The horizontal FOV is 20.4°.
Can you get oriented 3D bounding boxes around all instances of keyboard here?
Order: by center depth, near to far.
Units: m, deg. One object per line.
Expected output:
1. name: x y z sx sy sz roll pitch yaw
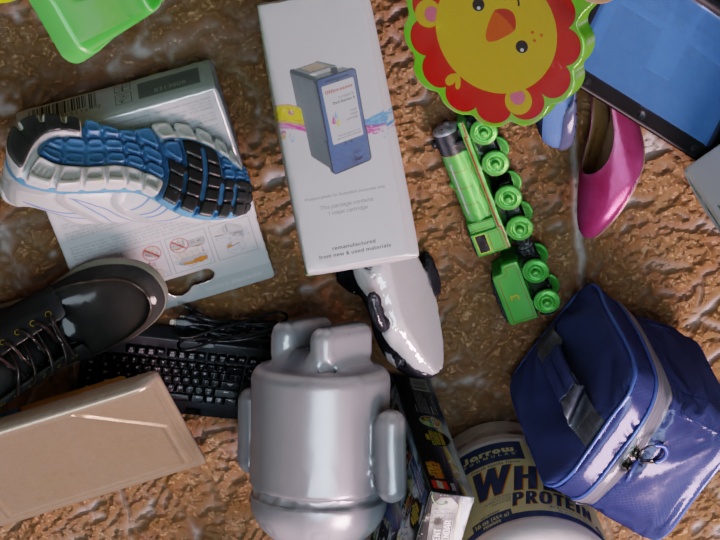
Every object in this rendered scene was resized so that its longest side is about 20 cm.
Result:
1. keyboard: -0.130 0.080 1.650 0.199 0.040 0.105 6 114 -13

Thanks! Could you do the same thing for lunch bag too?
1. lunch bag: 0.204 0.113 1.620 0.132 0.200 0.136 27 108 -20

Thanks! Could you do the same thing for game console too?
1. game console: 0.271 -0.191 1.516 0.199 0.119 0.172 27 146 -29

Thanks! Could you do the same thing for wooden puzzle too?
1. wooden puzzle: -0.232 0.140 1.617 0.184 0.037 0.200 -17 155 1

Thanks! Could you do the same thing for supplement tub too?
1. supplement tub: 0.129 0.225 1.660 0.144 0.200 0.146 -2 114 -6

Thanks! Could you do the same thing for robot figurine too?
1. robot figurine: -0.032 0.140 1.611 0.113 0.169 0.201 -7 102 -49

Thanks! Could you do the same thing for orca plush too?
1. orca plush: 0.000 0.000 1.620 0.071 0.105 0.200 -13 122 34

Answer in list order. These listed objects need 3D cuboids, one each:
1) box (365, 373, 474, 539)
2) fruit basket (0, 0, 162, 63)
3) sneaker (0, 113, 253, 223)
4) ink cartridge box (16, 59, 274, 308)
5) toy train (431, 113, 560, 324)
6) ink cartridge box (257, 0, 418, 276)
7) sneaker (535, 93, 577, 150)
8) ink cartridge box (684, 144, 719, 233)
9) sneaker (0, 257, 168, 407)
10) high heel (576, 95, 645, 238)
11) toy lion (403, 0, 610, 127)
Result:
1. box: 0.040 0.190 1.634 0.040 0.200 0.138 9 112 -13
2. fruit basket: -0.233 -0.258 1.461 0.215 0.156 0.216 24 139 22
3. sneaker: -0.181 -0.067 1.525 0.199 0.075 0.087 10 150 -22
4. ink cartridge box: -0.168 -0.059 1.598 0.159 0.047 0.201 -16 131 0
5. toy train: 0.111 -0.044 1.630 0.056 0.042 0.201 -17 115 13
6. ink cartridge box: -0.019 -0.101 1.495 0.087 0.145 0.201 -9 90 -2
7. sneaker: 0.118 -0.185 1.553 0.082 0.074 0.201 -17 107 3
8. ink cartridge box: 0.369 -0.043 1.601 0.147 0.086 0.200 -35 134 10
9. sneaker: -0.246 0.061 1.572 0.199 0.106 0.075 -21 112 18
10. high heel: 0.182 -0.127 1.580 0.095 0.067 0.201 12 107 -22
11. toy lion: 0.101 -0.214 1.475 0.192 0.069 0.200 -41 87 29
